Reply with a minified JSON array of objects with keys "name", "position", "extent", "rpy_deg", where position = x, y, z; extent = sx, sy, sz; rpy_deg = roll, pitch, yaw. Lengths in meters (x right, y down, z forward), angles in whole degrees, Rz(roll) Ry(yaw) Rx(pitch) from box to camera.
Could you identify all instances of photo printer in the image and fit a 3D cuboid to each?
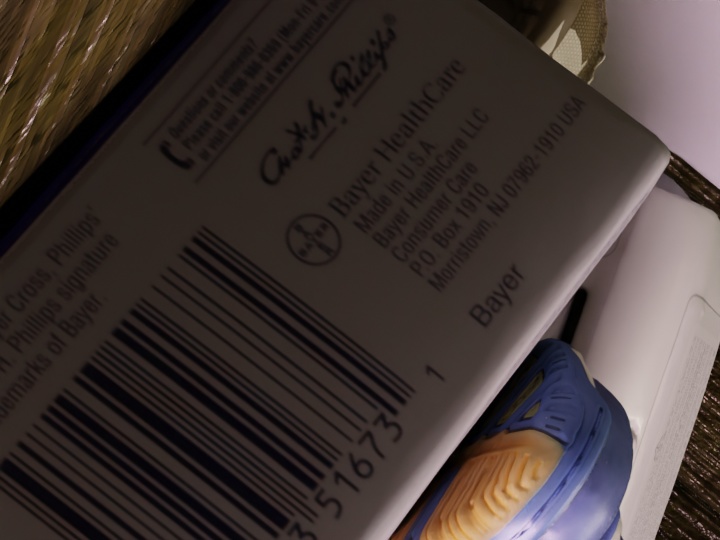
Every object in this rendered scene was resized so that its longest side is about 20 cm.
[{"name":"photo printer","position":[0.071,0.048,0.959],"extent":[0.200,0.069,0.168],"rpy_deg":[17,92,-79]}]

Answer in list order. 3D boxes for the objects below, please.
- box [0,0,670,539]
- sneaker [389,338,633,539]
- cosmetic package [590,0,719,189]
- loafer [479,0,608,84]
[{"name":"box","position":[-0.043,0.044,0.677],"extent":[0.184,0.105,0.200],"rpy_deg":[-51,176,-29]},{"name":"sneaker","position":[0.052,0.081,0.761],"extent":[0.075,0.088,0.200],"rpy_deg":[-50,176,-16]},{"name":"cosmetic package","position":[0.159,-0.144,0.891],"extent":[0.200,0.167,0.167],"rpy_deg":[-49,177,-46]},{"name":"loafer","position":[0.011,-0.021,0.826],"extent":[0.067,0.076,0.200],"rpy_deg":[11,131,-38]}]
